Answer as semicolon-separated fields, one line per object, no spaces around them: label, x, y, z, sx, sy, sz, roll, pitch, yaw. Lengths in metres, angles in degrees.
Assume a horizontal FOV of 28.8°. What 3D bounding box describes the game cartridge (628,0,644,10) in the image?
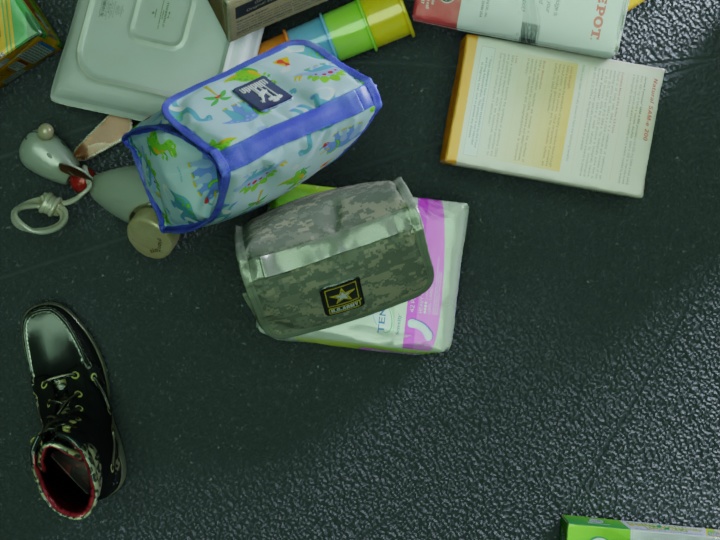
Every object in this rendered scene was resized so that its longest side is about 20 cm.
game cartridge;0.244;-0.362;1.384;0.175;0.032;0.202;-30;96;1

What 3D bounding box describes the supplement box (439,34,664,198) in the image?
supplement box;0.186;-0.150;1.371;0.197;0.074;0.128;11;93;-1

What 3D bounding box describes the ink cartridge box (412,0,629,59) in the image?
ink cartridge box;0.162;-0.293;1.334;0.197;0.084;0.146;13;103;8

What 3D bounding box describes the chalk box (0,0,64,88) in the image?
chalk box;-0.393;-0.271;1.329;0.123;0.125;0.201;-32;94;1

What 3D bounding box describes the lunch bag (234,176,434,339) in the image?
lunch bag;-0.026;-0.013;1.245;0.162;0.200;0.119;-17;91;-1

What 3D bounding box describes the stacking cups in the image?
stacking cups;-0.046;-0.216;1.374;0.198;0.061;0.061;-25;93;4

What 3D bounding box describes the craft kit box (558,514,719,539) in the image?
craft kit box;0.292;0.357;1.418;0.197;0.049;0.201;5;90;-2

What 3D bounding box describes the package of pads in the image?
package of pads;0.000;0.000;1.379;0.197;0.068;0.157;7;92;-1

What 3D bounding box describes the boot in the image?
boot;-0.282;0.133;1.338;0.073;0.154;0.206;-18;94;0

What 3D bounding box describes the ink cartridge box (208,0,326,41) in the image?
ink cartridge box;-0.094;-0.340;1.313;0.163;0.075;0.202;-26;75;-11

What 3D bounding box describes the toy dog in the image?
toy dog;-0.234;-0.095;1.346;0.197;0.133;0.097;11;133;-8

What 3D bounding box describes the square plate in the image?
square plate;-0.190;-0.242;1.355;0.195;0.028;0.203;13;85;9

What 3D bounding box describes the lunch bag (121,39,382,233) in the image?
lunch bag;-0.095;-0.117;1.232;0.169;0.199;0.129;-29;104;-25
